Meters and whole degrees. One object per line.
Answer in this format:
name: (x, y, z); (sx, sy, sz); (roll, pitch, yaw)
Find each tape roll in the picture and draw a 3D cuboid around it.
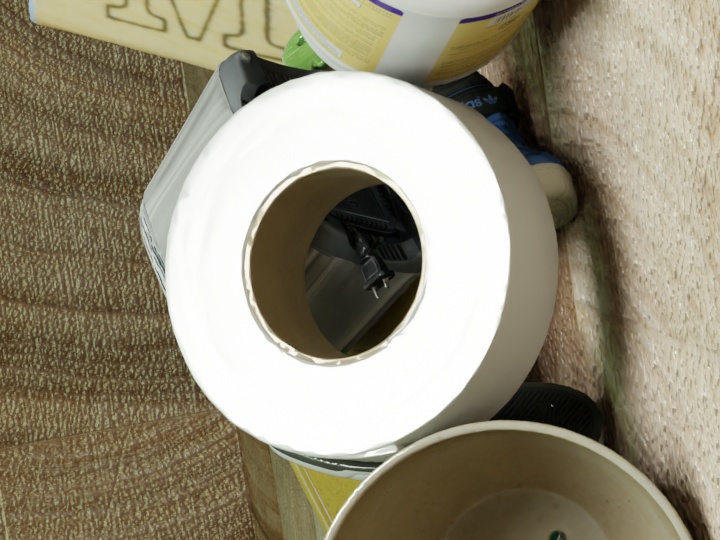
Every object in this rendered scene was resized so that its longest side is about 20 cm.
tape roll: (0.000, 0.000, 1.315); (0.071, 0.202, 0.203); (13, -116, -65)

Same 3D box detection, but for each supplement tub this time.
supplement tub: (0.032, -0.178, 1.307); (0.200, 0.145, 0.146); (126, 133, -77)

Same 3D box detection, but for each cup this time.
cup: (0.081, 0.169, 1.299); (0.143, 0.199, 0.201); (-24, -75, -82)

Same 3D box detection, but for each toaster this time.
toaster: (-0.045, -0.021, 1.462); (0.129, 0.113, 0.200); (-52, 48, 29)

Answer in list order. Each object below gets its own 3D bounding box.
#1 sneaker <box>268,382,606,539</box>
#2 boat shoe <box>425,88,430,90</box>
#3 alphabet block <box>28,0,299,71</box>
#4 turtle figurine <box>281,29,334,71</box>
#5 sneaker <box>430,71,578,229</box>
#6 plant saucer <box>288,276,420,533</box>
sneaker: (0.049, 0.114, 1.442); (0.121, 0.199, 0.084); (71, -150, -50)
boat shoe: (0.023, -0.159, 1.650); (0.060, 0.074, 0.200); (-59, -8, 1)
alphabet block: (-0.096, -0.264, 1.640); (0.197, 0.199, 0.196); (93, -165, -56)
turtle figurine: (0.002, -0.046, 1.580); (0.144, 0.194, 0.201); (-9, 50, 44)
sneaker: (0.067, -0.062, 1.424); (0.200, 0.076, 0.112); (95, 154, -81)
plant saucer: (0.011, 0.099, 1.553); (0.200, 0.048, 0.201); (-7, 116, 49)
